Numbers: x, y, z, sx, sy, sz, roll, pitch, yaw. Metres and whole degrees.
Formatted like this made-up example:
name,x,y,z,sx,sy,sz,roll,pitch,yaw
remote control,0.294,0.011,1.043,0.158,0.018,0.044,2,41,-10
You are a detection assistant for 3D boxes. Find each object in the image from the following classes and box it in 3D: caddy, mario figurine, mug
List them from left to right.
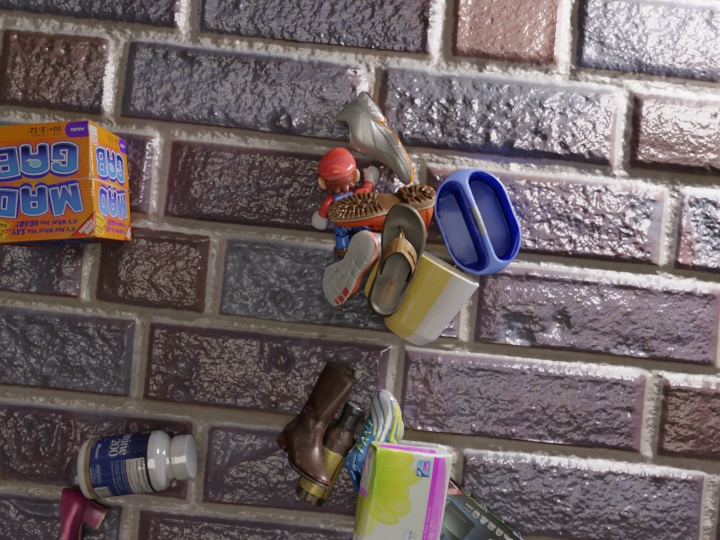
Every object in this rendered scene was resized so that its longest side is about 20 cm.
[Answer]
name,x,y,z,sx,sy,sz,roll,pitch,yaw
mario figurine,-0.027,-0.136,1.451,0.123,0.106,0.201,-17,102,-35
mug,0.102,0.045,1.407,0.186,0.149,0.153,29,98,-1
caddy,0.217,-0.090,1.418,0.141,0.105,0.201,-21,89,1

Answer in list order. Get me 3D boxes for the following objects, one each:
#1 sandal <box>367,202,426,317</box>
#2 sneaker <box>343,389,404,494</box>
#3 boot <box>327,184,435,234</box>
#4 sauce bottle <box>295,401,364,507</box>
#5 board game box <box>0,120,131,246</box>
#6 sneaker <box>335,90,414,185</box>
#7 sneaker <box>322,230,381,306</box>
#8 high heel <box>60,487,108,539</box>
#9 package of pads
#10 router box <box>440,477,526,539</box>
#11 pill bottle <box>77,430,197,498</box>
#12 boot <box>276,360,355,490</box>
name,x,y,z,sx,sy,sz,roll,pitch,yaw
sandal,0.059,-0.015,1.299,0.081,0.055,0.201,19,93,2
sneaker,0.023,0.327,1.413,0.105,0.076,0.201,-3,90,-39
boot,0.039,-0.089,1.390,0.199,0.075,0.107,-7,130,-9
sauce bottle,-0.053,0.347,1.439,0.065,0.065,0.200,29,89,1
board game box,-0.551,-0.150,1.382,0.199,0.200,0.201,-4,90,0
sneaker,0.027,-0.238,1.447,0.092,0.076,0.200,-33,81,8
sneaker,0.000,0.000,1.409,0.082,0.200,0.077,-10,64,-39
high heel,-0.571,0.518,1.437,0.096,0.067,0.200,31,85,-9
package of pads,0.072,0.415,1.359,0.154,0.068,0.201,9,87,-13
router box,0.194,0.511,1.434,0.200,0.062,0.150,38,91,1
pill bottle,-0.415,0.361,1.419,0.199,0.111,0.111,-7,89,0
boot,-0.059,0.277,1.396,0.064,0.186,0.200,36,90,-40
